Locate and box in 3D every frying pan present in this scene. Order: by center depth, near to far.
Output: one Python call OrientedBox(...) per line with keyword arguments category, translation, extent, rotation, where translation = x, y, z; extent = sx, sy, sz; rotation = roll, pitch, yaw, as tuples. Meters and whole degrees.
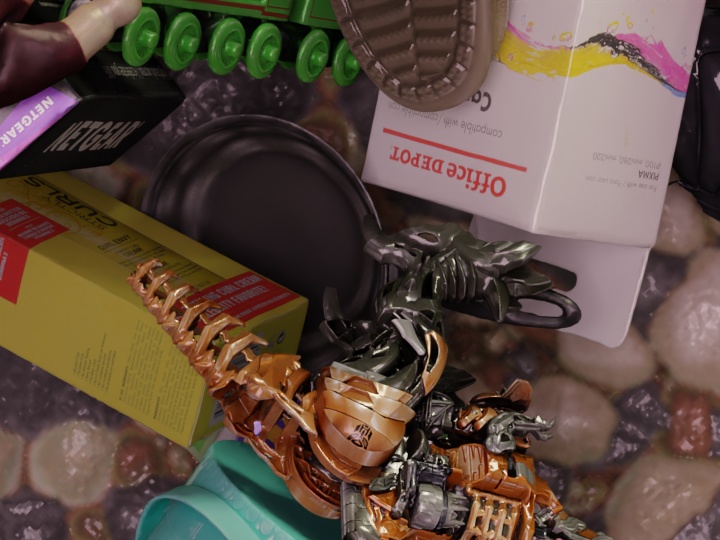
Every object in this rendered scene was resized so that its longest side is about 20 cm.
OrientedBox(category="frying pan", translation=(-0.006, -0.016, 1.112), extent=(0.189, 0.031, 0.116), rotation=(-14, 97, 28))

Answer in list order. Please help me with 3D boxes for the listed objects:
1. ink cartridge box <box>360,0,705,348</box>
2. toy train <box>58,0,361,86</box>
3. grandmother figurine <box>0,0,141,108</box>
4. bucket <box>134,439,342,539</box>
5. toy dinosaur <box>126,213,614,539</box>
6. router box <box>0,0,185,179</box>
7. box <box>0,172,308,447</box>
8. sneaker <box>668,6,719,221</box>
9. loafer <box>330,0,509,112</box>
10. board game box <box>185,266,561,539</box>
OrientedBox(category="ink cartridge box", translation=(0.068, -0.079, 1.094), extent=(0.116, 0.067, 0.201), rotation=(18, 100, 52))
OrientedBox(category="toy train", translation=(-0.050, -0.106, 1.077), extent=(0.042, 0.200, 0.057), rotation=(19, 99, 27))
OrientedBox(category="grandmother figurine", translation=(-0.139, -0.105, 0.960), extent=(0.121, 0.061, 0.201), rotation=(24, 90, 11))
OrientedBox(category="bucket", translation=(-0.017, 0.168, 1.071), extent=(0.206, 0.207, 0.135), rotation=(31, 95, 6))
OrientedBox(category="toy dinosaur", translation=(0.011, 0.051, 1.024), extent=(0.102, 0.136, 0.200), rotation=(-29, 112, 38))
OrientedBox(category="router box", translation=(-0.150, -0.110, 1.088), extent=(0.051, 0.200, 0.149), rotation=(-40, 88, 8))
OrientedBox(category="box", translation=(-0.124, 0.000, 1.126), extent=(0.199, 0.075, 0.050), rotation=(28, 117, 24))
OrientedBox(category="sneaker", translation=(0.185, -0.098, 1.098), extent=(0.113, 0.075, 0.201), rotation=(27, 98, 7))
OrientedBox(category="loafer", translation=(0.025, -0.163, 1.059), extent=(0.075, 0.068, 0.202), rotation=(-6, 95, 35))
OrientedBox(category="board game box", translation=(0.003, 0.086, 1.169), extent=(0.096, 0.030, 0.200), rotation=(-45, 84, 10))
